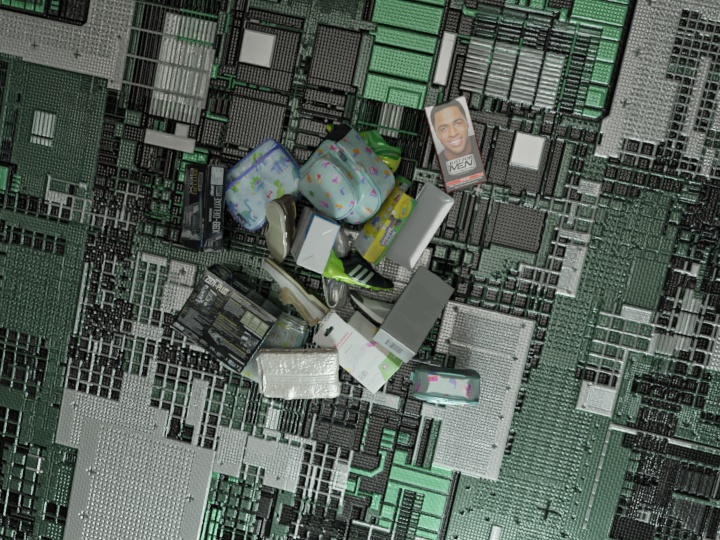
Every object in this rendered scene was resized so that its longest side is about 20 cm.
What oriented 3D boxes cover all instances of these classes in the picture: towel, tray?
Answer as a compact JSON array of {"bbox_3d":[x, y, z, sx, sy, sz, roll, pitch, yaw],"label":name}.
[{"bbox_3d":[-0.147,0.244,1.636,0.197,0.035,0.134,-1,118,-1],"label":"towel"},{"bbox_3d":[0.133,-0.106,1.621,0.107,0.022,0.201,27,99,-36],"label":"tray"},{"bbox_3d":[-0.229,0.184,1.681,0.169,0.048,0.202,25,108,7],"label":"towel"}]

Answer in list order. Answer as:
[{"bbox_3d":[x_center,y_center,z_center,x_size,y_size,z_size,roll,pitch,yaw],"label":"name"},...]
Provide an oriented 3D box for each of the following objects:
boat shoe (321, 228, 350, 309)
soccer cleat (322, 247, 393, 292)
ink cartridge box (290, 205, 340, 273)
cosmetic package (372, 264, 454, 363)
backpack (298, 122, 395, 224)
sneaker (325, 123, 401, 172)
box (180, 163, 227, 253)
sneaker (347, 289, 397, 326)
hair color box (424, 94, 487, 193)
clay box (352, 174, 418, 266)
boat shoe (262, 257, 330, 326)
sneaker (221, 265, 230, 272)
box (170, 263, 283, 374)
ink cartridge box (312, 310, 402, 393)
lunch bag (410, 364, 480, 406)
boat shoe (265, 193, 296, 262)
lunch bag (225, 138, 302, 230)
[{"bbox_3d":[-0.060,-0.008,1.643,0.070,0.069,0.203,-4,90,8],"label":"boat shoe"},{"bbox_3d":[0.000,0.000,1.608,0.198,0.067,0.082,16,86,-30],"label":"soccer cleat"},{"bbox_3d":[-0.109,-0.077,1.592,0.066,0.200,0.117,20,98,-14],"label":"ink cartridge box"},{"bbox_3d":[0.123,0.099,1.585,0.101,0.071,0.201,35,62,2],"label":"cosmetic package"},{"bbox_3d":[-0.030,-0.203,1.554,0.199,0.154,0.176,38,141,-12],"label":"backpack"},{"bbox_3d":[0.007,-0.294,1.622,0.198,0.074,0.084,28,64,10],"label":"sneaker"},{"bbox_3d":[-0.372,-0.150,1.625,0.049,0.157,0.203,1,98,-34],"label":"box"},{"bbox_3d":[0.058,0.099,1.650,0.199,0.074,0.080,31,78,3],"label":"sneaker"},{"bbox_3d":[0.220,-0.291,1.595,0.100,0.061,0.203,-16,93,8],"label":"hair color box"},{"bbox_3d":[0.063,-0.120,1.597,0.047,0.115,0.201,30,98,-21],"label":"clay box"},{"bbox_3d":[-0.166,0.053,1.658,0.200,0.075,0.069,42,96,-2],"label":"boat shoe"},{"bbox_3d":[-0.344,0.088,1.679,0.076,0.080,0.203,1,95,6],"label":"sneaker"},{"bbox_3d":[-0.308,0.110,1.595,0.199,0.086,0.165,34,101,-3],"label":"box"},{"bbox_3d":[-0.003,0.181,1.638,0.199,0.067,0.117,41,125,1],"label":"ink cartridge box"},{"bbox_3d":[0.193,0.263,1.583,0.158,0.200,0.078,4,85,5],"label":"lunch bag"},{"bbox_3d":[-0.183,-0.097,1.612,0.072,0.201,0.059,38,57,23],"label":"boat shoe"},{"bbox_3d":[-0.235,-0.204,1.642,0.199,0.082,0.162,-36,88,7],"label":"lunch bag"}]
